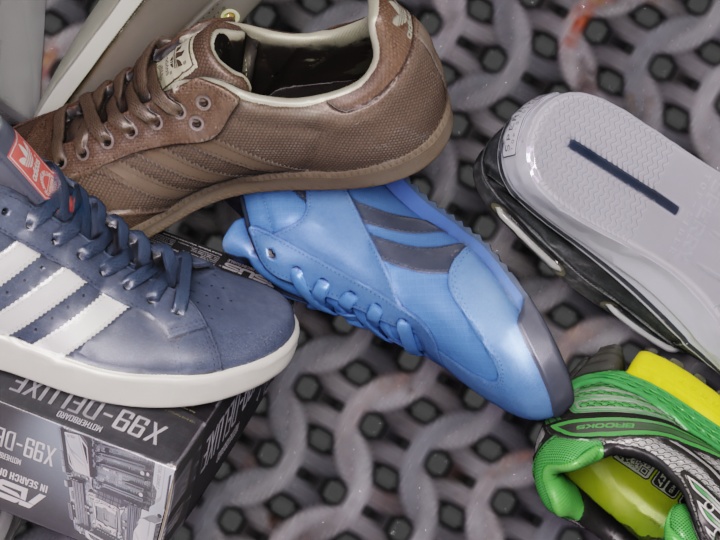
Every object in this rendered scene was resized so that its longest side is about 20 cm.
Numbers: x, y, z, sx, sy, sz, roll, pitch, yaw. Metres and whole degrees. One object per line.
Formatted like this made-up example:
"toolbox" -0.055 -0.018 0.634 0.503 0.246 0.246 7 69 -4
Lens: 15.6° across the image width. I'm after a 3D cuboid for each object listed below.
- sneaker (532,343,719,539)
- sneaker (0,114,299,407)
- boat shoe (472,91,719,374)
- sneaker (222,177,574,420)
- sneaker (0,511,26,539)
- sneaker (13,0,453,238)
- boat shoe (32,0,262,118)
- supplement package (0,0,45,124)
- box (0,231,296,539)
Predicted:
"sneaker" 0.152 0.112 1.009 0.199 0.085 0.078 29 127 12
"sneaker" -0.114 -0.011 0.945 0.199 0.075 0.085 11 118 -11
"boat shoe" 0.132 -0.003 1.043 0.200 0.071 0.072 38 73 -12
"sneaker" 0.000 0.000 1.031 0.078 0.066 0.200 -36 64 -16
"sneaker" -0.183 0.133 1.041 0.074 0.089 0.201 19 86 5
"sneaker" -0.068 -0.062 0.992 0.199 0.076 0.071 -13 46 5
"boat shoe" -0.067 -0.106 1.042 0.060 0.072 0.202 33 121 -12
"supplement package" -0.193 -0.148 1.016 0.110 0.200 0.157 3 84 6
"box" -0.139 0.022 1.015 0.199 0.158 0.050 20 119 6
